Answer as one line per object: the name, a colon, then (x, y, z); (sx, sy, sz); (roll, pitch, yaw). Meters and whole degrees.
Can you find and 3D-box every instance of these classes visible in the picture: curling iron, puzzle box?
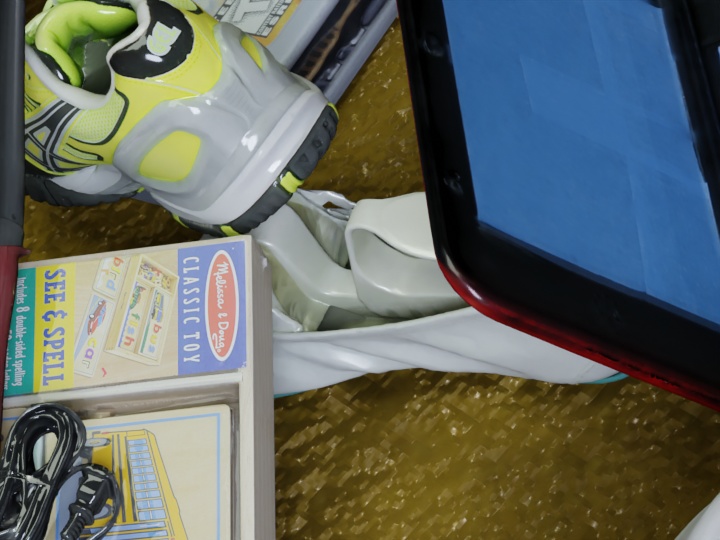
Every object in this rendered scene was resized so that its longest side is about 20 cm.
curling iron: (-0.101, -0.001, 0.852); (0.049, 0.026, 0.201); (-8, 64, 1)
puzzle box: (-0.090, 0.092, 0.837); (0.132, 0.025, 0.201); (-7, 66, 11)

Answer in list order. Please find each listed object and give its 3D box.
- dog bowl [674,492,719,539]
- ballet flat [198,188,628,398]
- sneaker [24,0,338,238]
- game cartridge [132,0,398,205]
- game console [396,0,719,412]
dog bowl: (0.143, 0.113, 0.624); (0.199, 0.059, 0.201); (6, 49, -6)
ballet flat: (0.000, 0.000, 0.895); (0.199, 0.070, 0.070); (-1, 52, 33)
sneaker: (-0.084, -0.066, 0.938); (0.200, 0.076, 0.076); (8, 57, 55)
game cartridge: (-0.040, -0.111, 1.047); (0.133, 0.042, 0.200); (16, 63, 37)
game console: (0.113, -0.060, 0.835); (0.172, 0.119, 0.201); (-22, 44, 15)
